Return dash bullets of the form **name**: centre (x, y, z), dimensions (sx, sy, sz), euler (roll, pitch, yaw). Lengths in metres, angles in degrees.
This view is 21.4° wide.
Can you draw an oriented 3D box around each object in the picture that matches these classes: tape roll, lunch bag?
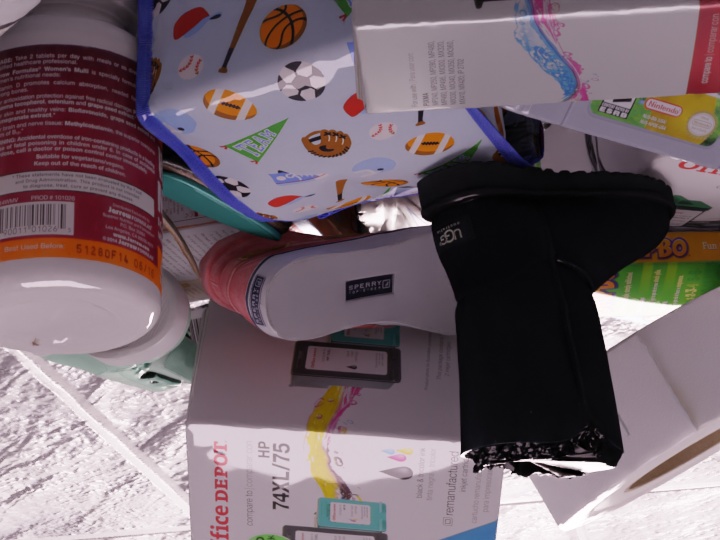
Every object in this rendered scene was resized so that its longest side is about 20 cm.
- **tape roll**: centre (0.192, 0.083, 1.187), dimensions (0.202, 0.071, 0.203), euler (-28, 165, -8)
- **lunch bag**: centre (-0.006, -0.102, 1.044), dimensions (0.170, 0.124, 0.200), euler (-13, 148, 21)

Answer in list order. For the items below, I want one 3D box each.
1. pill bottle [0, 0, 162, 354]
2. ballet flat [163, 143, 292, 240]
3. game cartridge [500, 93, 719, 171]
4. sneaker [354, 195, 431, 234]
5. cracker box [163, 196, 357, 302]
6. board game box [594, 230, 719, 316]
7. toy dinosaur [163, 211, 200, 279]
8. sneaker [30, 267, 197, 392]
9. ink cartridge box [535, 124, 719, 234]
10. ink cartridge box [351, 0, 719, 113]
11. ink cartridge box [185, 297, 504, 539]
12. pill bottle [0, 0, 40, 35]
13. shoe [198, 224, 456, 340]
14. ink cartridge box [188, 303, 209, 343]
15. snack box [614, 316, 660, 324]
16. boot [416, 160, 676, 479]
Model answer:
- **pill bottle**: centre (-0.160, -0.065, 1.009), dimensions (0.109, 0.201, 0.110), euler (-2, 158, -1)
- **ballet flat**: centre (-0.123, -0.078, 1.117), dimensions (0.199, 0.069, 0.068), euler (19, 173, -23)
- **game cartridge**: centre (0.169, -0.128, 1.006), dimensions (0.200, 0.134, 0.040), euler (11, -160, -35)
- **sneaker**: centre (0.038, -0.040, 1.267), dimensions (0.087, 0.075, 0.200), euler (-7, 158, 0)
- **cracker box**: centre (-0.112, -0.027, 1.299), dimensions (0.199, 0.058, 0.134), euler (-8, 159, 16)
- **board game box**: centre (0.201, 0.003, 1.216), dimensions (0.199, 0.030, 0.096), euler (-4, 159, -13)
- **toy dinosaur**: centre (-0.186, -0.071, 1.171), dimensions (0.199, 0.061, 0.106), euler (20, 162, 18)
- **sneaker**: centre (-0.135, 0.038, 1.258), dimensions (0.118, 0.074, 0.200), euler (20, 167, -31)
- **ink cartridge box**: centre (0.203, -0.066, 1.197), dimensions (0.146, 0.085, 0.200), euler (6, 157, -21)
- **ink cartridge box**: centre (0.093, -0.158, 0.877), dimensions (0.199, 0.146, 0.083), euler (-4, 157, 3)
- **ink cartridge box**: centre (-0.007, 0.105, 1.252), dimensions (0.199, 0.146, 0.147), euler (3, 131, 2)
- **pill bottle**: centre (-0.212, -0.153, 0.906), dimensions (0.113, 0.113, 0.200), euler (14, 152, -35)
- **shoe**: centre (0.000, 0.000, 1.206), dimensions (0.200, 0.072, 0.091), euler (-6, -164, -33)
- **ink cartridge box**: centre (-0.031, 0.032, 1.421), dimensions (0.109, 0.051, 0.200), euler (-11, -179, 41)
- **snack box**: centre (0.246, -0.012, 1.395), dimensions (0.116, 0.037, 0.200), euler (11, 154, -30)
- **boot**: centre (0.116, 0.031, 1.062), dimensions (0.076, 0.169, 0.200), euler (-20, 165, 41)
